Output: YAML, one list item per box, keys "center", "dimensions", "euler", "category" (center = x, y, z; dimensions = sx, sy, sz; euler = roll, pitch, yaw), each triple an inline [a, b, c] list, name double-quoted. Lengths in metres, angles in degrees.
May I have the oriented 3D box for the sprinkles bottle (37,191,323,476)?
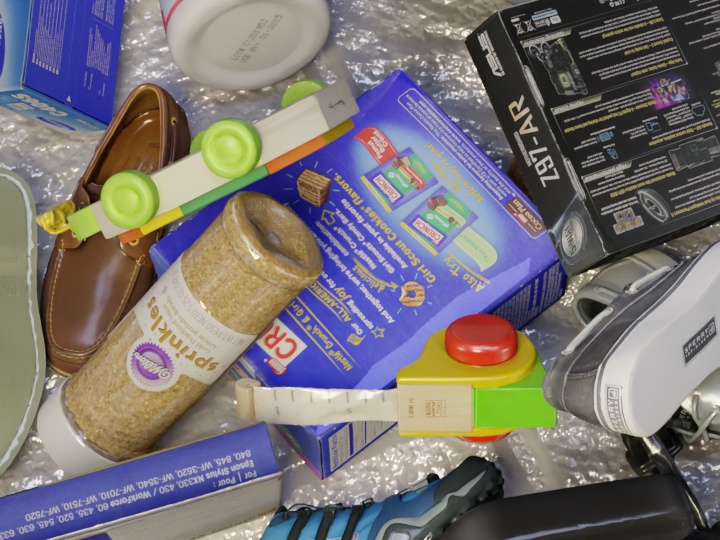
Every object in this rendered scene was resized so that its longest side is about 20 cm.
- center: [-0.106, 0.042, 1.165]
  dimensions: [0.200, 0.068, 0.068]
  euler: [-46, 59, 27]
  category: "sprinkles bottle"

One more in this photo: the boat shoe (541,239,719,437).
- center: [0.171, 0.030, 1.133]
  dimensions: [0.068, 0.072, 0.200]
  euler: [9, 32, 37]
  category: "boat shoe"

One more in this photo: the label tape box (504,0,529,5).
- center: [0.112, -0.209, 1.306]
  dimensions: [0.199, 0.144, 0.064]
  euler: [25, 107, 21]
  category: "label tape box"

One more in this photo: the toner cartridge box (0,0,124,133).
- center: [-0.196, -0.199, 1.319]
  dimensions: [0.043, 0.095, 0.201]
  euler: [-3, 76, 31]
  category: "toner cartridge box"

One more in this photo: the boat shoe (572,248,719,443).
- center: [0.203, 0.069, 1.192]
  dimensions: [0.071, 0.070, 0.201]
  euler: [-28, 56, -27]
  category: "boat shoe"

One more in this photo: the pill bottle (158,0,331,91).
- center: [-0.090, -0.228, 1.354]
  dimensions: [0.108, 0.109, 0.201]
  euler: [-12, 57, -4]
  category: "pill bottle"

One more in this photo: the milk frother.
- center: [0.112, 0.171, 1.123]
  dimensions: [0.187, 0.182, 0.200]
  euler: [-11, 18, -4]
  category: "milk frother"

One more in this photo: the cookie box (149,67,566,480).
- center: [0.000, 0.000, 1.242]
  dimensions: [0.200, 0.075, 0.171]
  euler: [-36, 66, -15]
  category: "cookie box"

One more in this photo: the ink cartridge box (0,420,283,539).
- center: [-0.139, 0.132, 1.106]
  dimensions: [0.197, 0.200, 0.047]
  euler: [-15, 76, -6]
  category: "ink cartridge box"

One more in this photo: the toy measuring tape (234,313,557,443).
- center: [0.030, 0.061, 1.147]
  dimensions: [0.199, 0.074, 0.074]
  euler: [0, 61, 1]
  category: "toy measuring tape"

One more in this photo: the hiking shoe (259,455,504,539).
- center: [-0.011, 0.156, 1.152]
  dimensions: [0.199, 0.075, 0.087]
  euler: [-34, 63, -11]
  category: "hiking shoe"

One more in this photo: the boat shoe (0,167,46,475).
- center: [-0.231, 0.039, 1.243]
  dimensions: [0.071, 0.061, 0.202]
  euler: [7, 67, -15]
  category: "boat shoe"

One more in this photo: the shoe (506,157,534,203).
- center: [0.152, -0.101, 1.309]
  dimensions: [0.070, 0.053, 0.200]
  euler: [-5, 44, 45]
  category: "shoe"

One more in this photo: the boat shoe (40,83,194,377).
- center: [-0.158, -0.029, 1.272]
  dimensions: [0.072, 0.068, 0.201]
  euler: [11, 62, 9]
  category: "boat shoe"

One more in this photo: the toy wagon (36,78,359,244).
- center: [-0.097, -0.057, 1.181]
  dimensions: [0.199, 0.155, 0.040]
  euler: [-25, 95, 21]
  category: "toy wagon"

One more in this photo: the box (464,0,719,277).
- center: [0.180, -0.101, 1.239]
  dimensions: [0.199, 0.044, 0.161]
  euler: [-20, 82, -32]
  category: "box"
